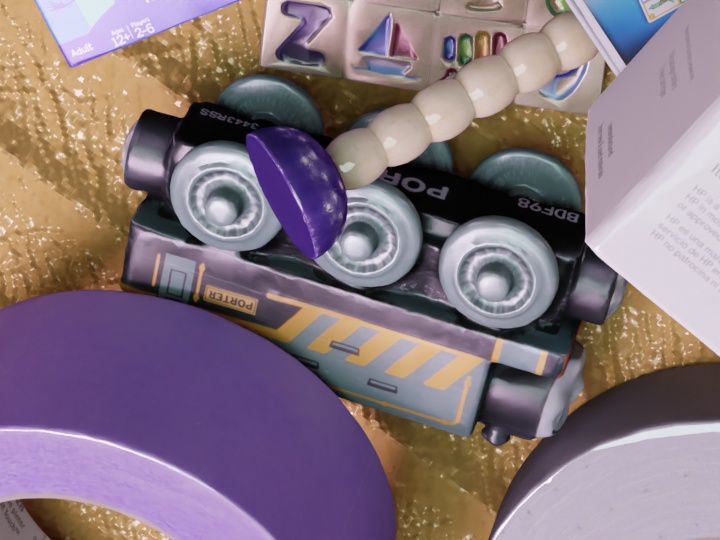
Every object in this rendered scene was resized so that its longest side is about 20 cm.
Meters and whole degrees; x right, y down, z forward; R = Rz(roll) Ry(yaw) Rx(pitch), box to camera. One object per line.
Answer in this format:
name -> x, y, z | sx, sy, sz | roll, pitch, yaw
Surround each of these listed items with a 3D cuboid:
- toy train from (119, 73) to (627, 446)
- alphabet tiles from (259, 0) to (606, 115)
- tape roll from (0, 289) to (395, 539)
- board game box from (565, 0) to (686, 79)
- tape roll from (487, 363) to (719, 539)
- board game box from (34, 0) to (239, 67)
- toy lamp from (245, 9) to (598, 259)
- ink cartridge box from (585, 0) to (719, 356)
toy train -> 0.000, 0.000, 1.144 | 0.200, 0.085, 0.114 | 16, 123, 4
alphabet tiles -> 0.002, -0.149, 1.113 | 0.200, 0.008, 0.167 | 9, 115, 4
tape roll -> -0.092, 0.111, 1.160 | 0.200, 0.085, 0.200 | 10, 129, 12
board game box -> 0.147, -0.161, 1.028 | 0.200, 0.035, 0.126 | -36, 60, 11
tape roll -> 0.143, 0.141, 1.166 | 0.200, 0.066, 0.201 | 4, 109, 11
board game box -> -0.081, -0.191, 1.074 | 0.152, 0.045, 0.200 | -21, 110, 19
toy lamp -> 0.056, -0.073, 1.078 | 0.200, 0.058, 0.058 | -27, 103, -11
ink cartridge box -> 0.189, -0.057, 0.920 | 0.147, 0.146, 0.200 | 39, 108, -10
